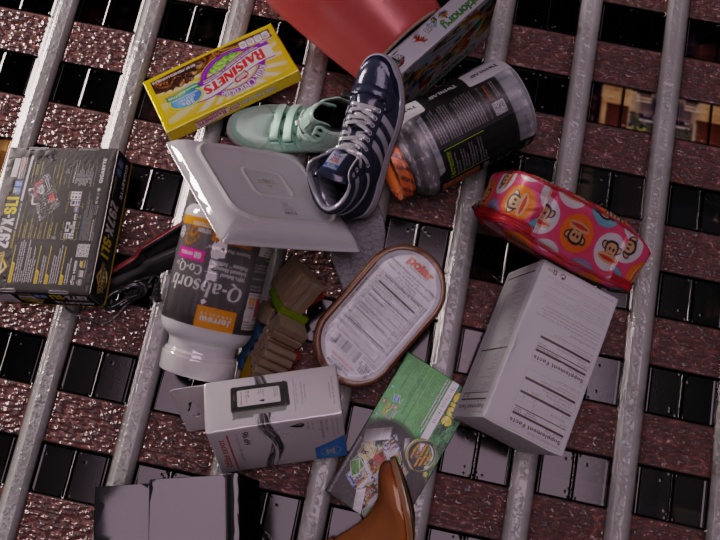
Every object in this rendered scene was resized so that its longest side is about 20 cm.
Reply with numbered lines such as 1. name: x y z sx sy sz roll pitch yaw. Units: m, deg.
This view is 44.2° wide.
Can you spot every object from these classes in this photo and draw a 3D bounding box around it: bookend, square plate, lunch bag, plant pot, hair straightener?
1. bookend: -0.217 0.283 0.989 0.195 0.200 0.094 -3 74 -2
2. square plate: -0.115 -0.097 1.080 0.198 0.029 0.199 3 38 -38
3. lunch bag: 0.240 -0.051 1.094 0.198 0.176 0.083 28 93 -12
4. plant pot: 0.002 -0.361 1.174 0.200 0.200 0.178 -41 87 -10
5. hair straightener: -0.284 0.010 1.133 0.198 0.041 0.077 -28 60 -7

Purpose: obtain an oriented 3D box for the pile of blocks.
1. pile of blocks: -0.102 0.086 1.122 0.062 0.082 0.202 29 84 -37

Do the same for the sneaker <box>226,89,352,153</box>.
1. sneaker: -0.084 -0.199 1.158 0.197 0.118 0.075 5 76 2

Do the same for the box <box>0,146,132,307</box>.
1. box: -0.390 -0.059 1.136 0.157 0.049 0.203 1 70 12

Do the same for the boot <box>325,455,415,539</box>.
1. boot: -0.011 0.321 1.030 0.152 0.074 0.204 -4 89 4

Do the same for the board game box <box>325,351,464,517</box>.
1. board game box: 0.051 0.214 1.100 0.104 0.023 0.202 31 77 8

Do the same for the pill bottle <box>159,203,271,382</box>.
1. pill bottle: -0.179 0.028 1.086 0.114 0.116 0.204 13 89 3

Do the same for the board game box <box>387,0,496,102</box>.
1. board game box: 0.099 -0.293 1.180 0.200 0.126 0.035 -43 79 -10

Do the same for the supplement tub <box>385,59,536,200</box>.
1. supplement tub: 0.118 -0.179 1.153 0.198 0.123 0.124 -28 77 -8

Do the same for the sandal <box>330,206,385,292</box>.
1. sandal: -0.001 0.000 1.149 0.075 0.043 0.204 -5 86 -2

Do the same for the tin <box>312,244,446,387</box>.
1. tin: 0.025 0.057 1.106 0.112 0.042 0.201 42 85 -4

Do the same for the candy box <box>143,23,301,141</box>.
1. candy box: -0.189 -0.258 1.209 0.198 0.027 0.103 -27 64 -7

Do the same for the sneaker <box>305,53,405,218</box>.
1. sneaker: -0.006 -0.159 1.052 0.069 0.108 0.204 16 102 26

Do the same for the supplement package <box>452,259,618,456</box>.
1. supplement package: 0.210 0.108 1.073 0.108 0.114 0.202 26 77 -8

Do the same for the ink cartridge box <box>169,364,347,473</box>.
1. ink cartridge box: -0.118 0.181 1.052 0.196 0.117 0.069 -8 54 -2
